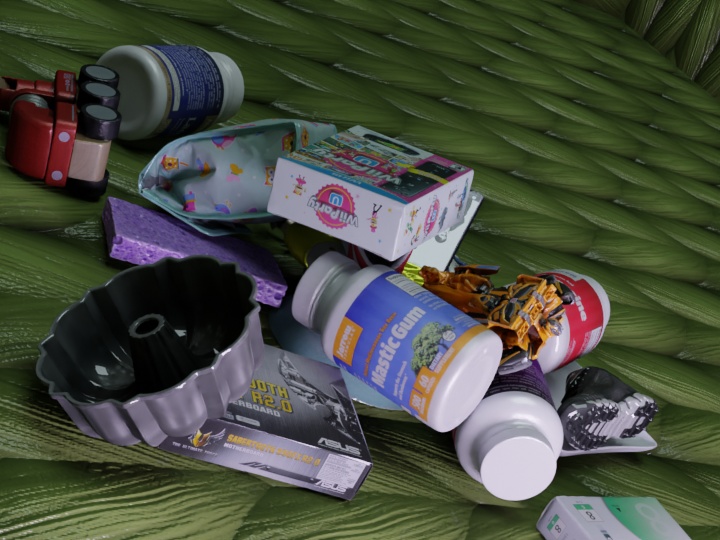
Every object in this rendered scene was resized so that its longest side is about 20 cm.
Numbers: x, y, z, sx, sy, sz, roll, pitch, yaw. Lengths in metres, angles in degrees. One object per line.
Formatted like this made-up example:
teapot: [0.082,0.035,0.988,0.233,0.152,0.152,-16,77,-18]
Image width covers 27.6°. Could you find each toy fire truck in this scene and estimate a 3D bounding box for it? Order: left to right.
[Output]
toy fire truck: [-0.371,-0.186,1.630,0.199,0.129,0.176,9,28,-16]

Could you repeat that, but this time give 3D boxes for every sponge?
sponge: [-0.182,-0.021,1.589,0.199,0.030,0.112,18,18,-23]

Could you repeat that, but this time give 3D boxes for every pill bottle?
pill bottle: [-0.240,-0.228,1.856,0.116,0.116,0.200,38,24,19]
pill bottle: [0.031,0.064,1.454,0.200,0.112,0.112,31,22,24]
pill bottle: [0.146,0.149,1.528,0.112,0.113,0.200,22,23,-16]
pill bottle: [0.221,0.059,1.722,0.112,0.113,0.200,38,24,19]

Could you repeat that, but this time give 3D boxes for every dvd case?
dvd case: [0.041,-0.041,1.747,0.150,0.025,0.200,24,59,10]

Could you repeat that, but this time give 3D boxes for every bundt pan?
bundt pan: [-0.171,0.076,1.256,0.201,0.076,0.202,-13,33,9]

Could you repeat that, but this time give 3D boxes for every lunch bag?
lunch bag: [-0.135,-0.103,1.654,0.199,0.123,0.170,-9,1,15]

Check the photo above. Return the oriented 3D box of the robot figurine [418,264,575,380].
robot figurine: [0.125,0.047,1.532,0.200,0.145,0.058,4,-44,46]

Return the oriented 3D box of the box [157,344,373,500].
box: [-0.098,0.126,1.369,0.199,0.048,0.159,20,25,-23]

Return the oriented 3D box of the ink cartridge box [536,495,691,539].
ink cartridge box: [0.291,0.306,1.456,0.160,0.050,0.200,9,28,-40]

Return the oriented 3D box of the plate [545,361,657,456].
plate: [0.225,0.153,1.715,0.199,0.032,0.200,5,33,-46]

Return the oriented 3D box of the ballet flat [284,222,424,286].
ballet flat: [0.000,0.000,1.657,0.199,0.067,0.067,23,29,5]

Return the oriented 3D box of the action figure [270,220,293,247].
action figure: [-0.082,-0.086,1.811,0.130,0.069,0.200,13,30,-54]

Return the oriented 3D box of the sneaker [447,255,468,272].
sneaker: [0.066,-0.009,1.805,0.199,0.081,0.115,44,24,27]

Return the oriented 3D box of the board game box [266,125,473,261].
board game box: [0.015,-0.085,1.529,0.147,0.065,0.200,22,23,18]

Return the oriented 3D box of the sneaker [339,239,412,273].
sneaker: [0.016,-0.046,1.592,0.071,0.113,0.201,8,52,-11]

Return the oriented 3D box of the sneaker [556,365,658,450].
sneaker: [0.254,0.150,1.640,0.090,0.067,0.200,40,21,29]

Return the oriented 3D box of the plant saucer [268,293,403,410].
plant saucer: [-0.004,0.076,1.604,0.199,0.036,0.200,24,23,-11]
